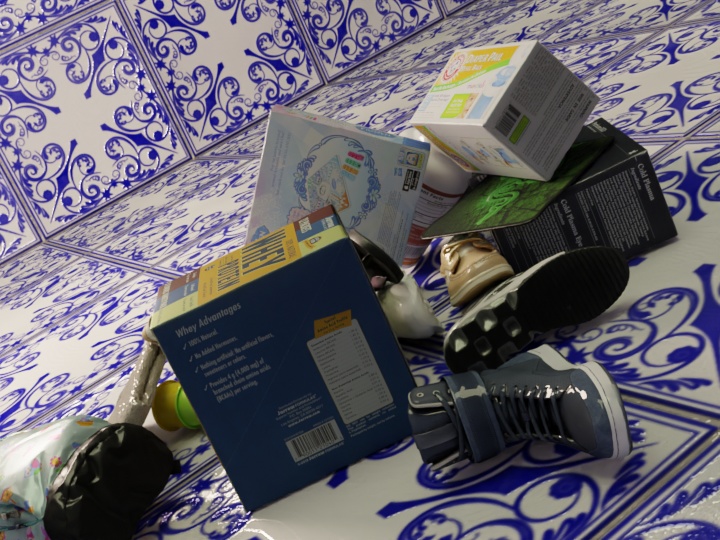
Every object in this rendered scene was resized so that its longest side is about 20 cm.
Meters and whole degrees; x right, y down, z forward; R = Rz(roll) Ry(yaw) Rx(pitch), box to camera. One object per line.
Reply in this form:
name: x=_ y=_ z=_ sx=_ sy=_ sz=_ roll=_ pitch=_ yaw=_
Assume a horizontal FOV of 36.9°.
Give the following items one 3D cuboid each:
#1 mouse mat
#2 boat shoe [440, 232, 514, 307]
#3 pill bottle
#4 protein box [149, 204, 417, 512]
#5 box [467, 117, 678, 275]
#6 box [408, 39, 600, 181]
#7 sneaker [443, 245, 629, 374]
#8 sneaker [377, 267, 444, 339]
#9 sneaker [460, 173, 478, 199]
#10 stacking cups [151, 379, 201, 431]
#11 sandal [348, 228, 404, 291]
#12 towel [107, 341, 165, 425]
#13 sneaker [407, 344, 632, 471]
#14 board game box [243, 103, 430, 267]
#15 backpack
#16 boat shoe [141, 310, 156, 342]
mouse mat: x=0.171 y=-0.091 z=1.175 sx=0.160 sy=0.008 sz=0.200 roll=-8 pitch=24 yaw=46
boat shoe: x=0.115 y=-0.006 z=1.156 sx=0.073 sy=0.070 sz=0.200 roll=-26 pitch=-3 yaw=-3
pill bottle: x=0.073 y=-0.109 z=1.392 sx=0.201 sy=0.111 sz=0.112 roll=-58 pitch=-1 yaw=30
protein box: x=-0.066 y=0.079 z=1.032 sx=0.197 sy=0.202 sz=0.135 roll=-25 pitch=17 yaw=0
box: x=0.233 y=-0.073 z=1.221 sx=0.180 sy=0.105 sz=0.200 roll=-25 pitch=17 yaw=7
box: x=0.155 y=-0.179 z=1.210 sx=0.113 sy=0.101 sz=0.200 roll=-57 pitch=22 yaw=-6
sneaker: x=0.167 y=0.029 z=1.066 sx=0.198 sy=0.075 sz=0.089 roll=-28 pitch=12 yaw=7
sneaker: x=0.036 y=0.049 z=1.206 sx=0.080 sy=0.077 sz=0.200 roll=-27 pitch=6 yaw=-6
sneaker: x=0.198 y=-0.136 z=1.476 sx=0.199 sy=0.080 sz=0.075 roll=-31 pitch=16 yaw=-22
stacking cups: x=-0.149 y=0.149 z=1.202 sx=0.198 sy=0.061 sz=0.060 roll=-7 pitch=24 yaw=40
sandal: x=0.001 y=0.001 z=1.178 sx=0.048 sy=0.075 sz=0.200 roll=-52 pitch=3 yaw=-9
towel: x=-0.268 y=0.165 z=1.237 sx=0.134 sy=0.034 sz=0.200 roll=-62 pitch=11 yaw=13
sneaker: x=0.117 y=0.119 z=0.843 sx=0.144 sy=0.078 sz=0.202 roll=-16 pitch=6 yaw=-9
board game box: x=-0.032 y=-0.080 z=1.320 sx=0.196 sy=0.202 sz=0.043 roll=14 pitch=21 yaw=0
backpack: x=-0.299 y=0.223 z=1.071 sx=0.198 sy=0.128 sz=0.167 roll=-16 pitch=22 yaw=37
boat shoe: x=-0.190 y=0.041 z=1.333 sx=0.076 sy=0.072 sz=0.199 roll=-30 pitch=-8 yaw=40
